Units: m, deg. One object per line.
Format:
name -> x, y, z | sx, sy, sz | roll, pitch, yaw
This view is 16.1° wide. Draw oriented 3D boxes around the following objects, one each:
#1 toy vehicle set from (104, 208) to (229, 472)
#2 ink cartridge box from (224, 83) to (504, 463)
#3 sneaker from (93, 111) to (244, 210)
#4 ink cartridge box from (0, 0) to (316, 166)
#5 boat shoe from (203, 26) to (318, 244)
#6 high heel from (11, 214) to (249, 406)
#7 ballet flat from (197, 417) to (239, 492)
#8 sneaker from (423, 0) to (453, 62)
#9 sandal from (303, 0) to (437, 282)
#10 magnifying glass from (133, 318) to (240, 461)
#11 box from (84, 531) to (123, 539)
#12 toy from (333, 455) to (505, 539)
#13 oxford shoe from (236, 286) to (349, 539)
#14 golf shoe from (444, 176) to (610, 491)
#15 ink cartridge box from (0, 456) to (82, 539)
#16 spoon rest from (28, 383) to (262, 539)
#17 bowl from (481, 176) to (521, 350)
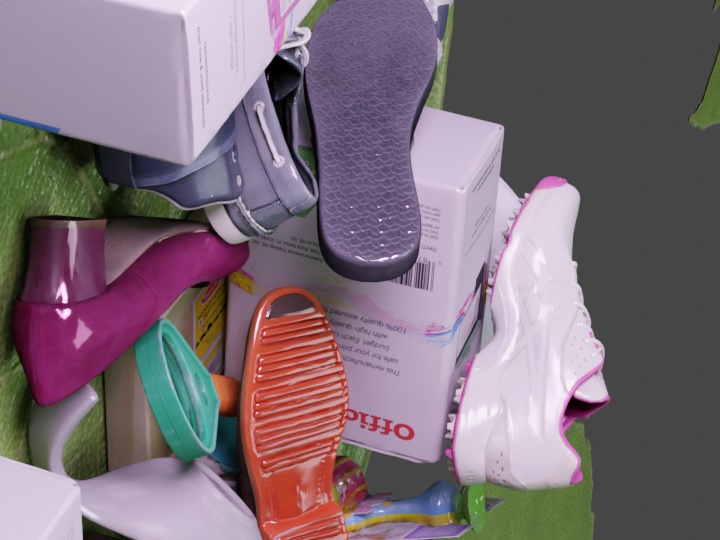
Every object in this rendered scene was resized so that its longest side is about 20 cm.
toy vehicle set -> -0.099, 0.030, 1.538 | 0.200, 0.026, 0.125 | -56, 155, -49
ink cartridge box -> 0.000, 0.000, 1.532 | 0.084, 0.144, 0.201 | -55, 155, -52
sneaker -> -0.081, -0.122, 1.345 | 0.202, 0.077, 0.147 | -47, 138, -40
ink cartridge box -> -0.099, -0.150, 1.163 | 0.200, 0.144, 0.085 | -57, 155, -47
boat shoe -> -0.049, -0.108, 1.420 | 0.073, 0.061, 0.201 | 44, 38, -46
high heel -> -0.123, 0.020, 1.373 | 0.200, 0.067, 0.097 | 0, 95, -58
ballet flat -> -0.072, 0.108, 1.643 | 0.200, 0.071, 0.072 | -35, 138, -63
sneaker -> 0.044, -0.194, 1.719 | 0.129, 0.079, 0.201 | -16, 110, -62
sandal -> 0.002, -0.077, 1.432 | 0.043, 0.076, 0.201 | 95, 1, -56
magnifying glass -> -0.093, 0.070, 1.456 | 0.200, 0.022, 0.080 | 36, 34, -82
box -> -0.106, 0.221, 1.558 | 0.200, 0.100, 0.075 | 50, 57, -72
toy -> -0.017, 0.146, 1.639 | 0.115, 0.199, 0.048 | -22, 111, -70
oxford shoe -> -0.052, 0.103, 1.522 | 0.071, 0.072, 0.201 | -8, 106, -28
golf shoe -> 0.115, 0.042, 1.539 | 0.075, 0.091, 0.201 | 61, 43, -69
ink cartridge box -> -0.200, 0.211, 1.258 | 0.145, 0.083, 0.201 | -57, 157, -47
spoon rest -> -0.121, 0.123, 1.420 | 0.061, 0.099, 0.200 | -45, 135, 0
bowl -> 0.021, 0.014, 1.653 | 0.090, 0.200, 0.202 | -38, 142, -45
